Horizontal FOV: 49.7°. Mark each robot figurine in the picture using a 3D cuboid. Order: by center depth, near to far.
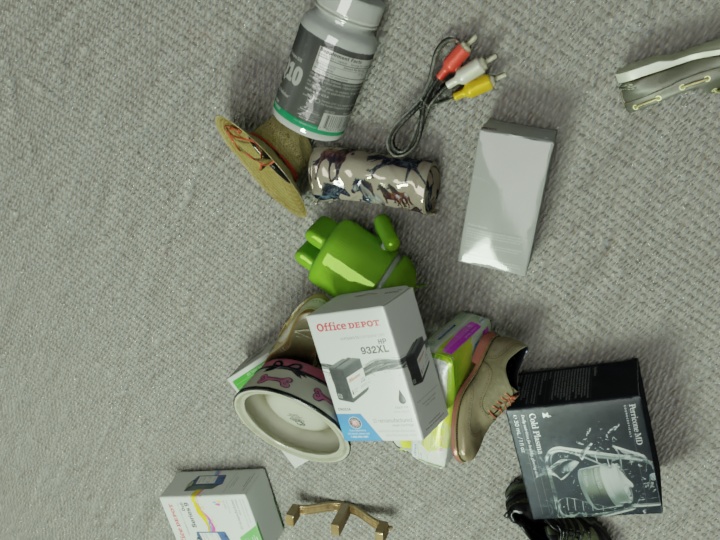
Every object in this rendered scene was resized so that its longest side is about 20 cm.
[{"bbox_3d":[0.000,0.000,1.204,0.199,0.116,0.176,32,120,4],"label":"robot figurine"}]

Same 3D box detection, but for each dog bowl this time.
[{"bbox_3d":[-0.096,0.217,1.223,0.198,0.074,0.201,16,143,13],"label":"dog bowl"}]

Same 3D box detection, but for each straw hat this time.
[{"bbox_3d":[-0.123,-0.183,1.185,0.201,0.201,0.085,46,77,-3],"label":"straw hat"}]

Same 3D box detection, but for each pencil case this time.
[{"bbox_3d":[0.023,-0.132,1.164,0.198,0.078,0.090,10,131,15],"label":"pencil case"}]

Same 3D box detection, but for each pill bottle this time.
[{"bbox_3d":[-0.044,-0.297,1.100,0.112,0.113,0.201,27,117,7],"label":"pill bottle"}]

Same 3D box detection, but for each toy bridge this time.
[{"bbox_3d":[-0.035,0.456,1.430,0.198,0.067,0.028,4,113,19],"label":"toy bridge"}]

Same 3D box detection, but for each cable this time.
[{"bbox_3d":[0.101,-0.247,1.088,0.199,0.050,0.097,-39,95,13],"label":"cable"}]

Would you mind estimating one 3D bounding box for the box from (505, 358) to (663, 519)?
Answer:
[{"bbox_3d":[0.343,0.258,1.188,0.195,0.124,0.202,-11,107,21],"label":"box"}]

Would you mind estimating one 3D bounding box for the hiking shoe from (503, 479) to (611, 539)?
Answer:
[{"bbox_3d":[0.321,0.434,1.277,0.199,0.101,0.076,28,118,7],"label":"hiking shoe"}]

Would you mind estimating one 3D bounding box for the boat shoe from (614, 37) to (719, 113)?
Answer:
[{"bbox_3d":[0.428,-0.251,0.978,0.200,0.072,0.061,-10,110,29],"label":"boat shoe"}]

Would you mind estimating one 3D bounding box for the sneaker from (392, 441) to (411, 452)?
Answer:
[{"bbox_3d":[0.085,0.215,1.286,0.076,0.075,0.202,1,113,20],"label":"sneaker"}]

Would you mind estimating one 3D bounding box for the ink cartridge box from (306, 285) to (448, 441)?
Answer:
[{"bbox_3d":[0.024,0.136,1.116,0.144,0.084,0.202,-9,103,37],"label":"ink cartridge box"}]

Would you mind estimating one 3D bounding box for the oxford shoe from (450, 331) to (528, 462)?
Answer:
[{"bbox_3d":[0.189,0.187,1.136,0.074,0.070,0.202,8,71,37],"label":"oxford shoe"}]

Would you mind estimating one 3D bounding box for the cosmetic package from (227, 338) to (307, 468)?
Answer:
[{"bbox_3d":[-0.123,0.228,1.359,0.107,0.085,0.201,-34,96,24],"label":"cosmetic package"}]

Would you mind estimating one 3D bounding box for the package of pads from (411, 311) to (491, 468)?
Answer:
[{"bbox_3d":[0.140,0.185,1.205,0.068,0.154,0.202,14,116,29],"label":"package of pads"}]

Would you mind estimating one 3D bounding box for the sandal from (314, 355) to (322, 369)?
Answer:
[{"bbox_3d":[-0.022,0.197,1.290,0.199,0.080,0.054,21,147,37],"label":"sandal"}]

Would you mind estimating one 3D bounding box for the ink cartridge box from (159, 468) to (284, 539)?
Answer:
[{"bbox_3d":[-0.269,0.471,1.508,0.198,0.088,0.147,-7,109,24],"label":"ink cartridge box"}]

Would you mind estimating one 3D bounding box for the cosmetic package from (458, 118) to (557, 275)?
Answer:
[{"bbox_3d":[0.209,-0.105,1.107,0.106,0.090,0.202,15,112,13],"label":"cosmetic package"}]

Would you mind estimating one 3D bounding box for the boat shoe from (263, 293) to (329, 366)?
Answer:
[{"bbox_3d":[-0.095,0.113,1.233,0.074,0.067,0.200,30,131,-9],"label":"boat shoe"}]
